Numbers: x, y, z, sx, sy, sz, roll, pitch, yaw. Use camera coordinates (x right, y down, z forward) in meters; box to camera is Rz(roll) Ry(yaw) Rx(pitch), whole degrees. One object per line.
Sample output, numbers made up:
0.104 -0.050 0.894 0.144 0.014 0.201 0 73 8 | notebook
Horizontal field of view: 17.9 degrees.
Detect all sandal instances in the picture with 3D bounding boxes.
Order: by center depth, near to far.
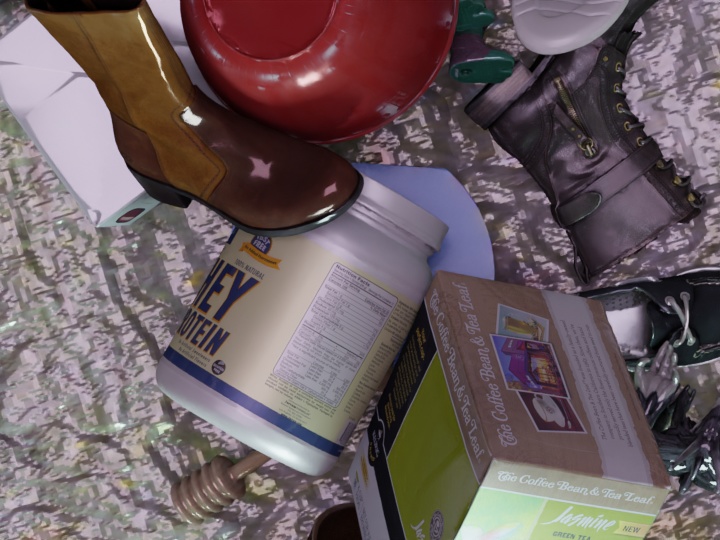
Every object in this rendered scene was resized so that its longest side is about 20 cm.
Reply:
0.159 -0.206 1.611 0.082 0.203 0.050 -2 131 18 | sandal

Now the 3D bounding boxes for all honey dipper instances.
-0.055 0.124 1.694 0.200 0.038 0.038 -35 89 20 | honey dipper

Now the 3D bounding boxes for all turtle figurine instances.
0.076 -0.241 1.652 0.101 0.150 0.200 -20 54 31 | turtle figurine

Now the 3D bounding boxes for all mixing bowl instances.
-0.044 -0.186 1.538 0.200 0.108 0.201 0 91 17 | mixing bowl

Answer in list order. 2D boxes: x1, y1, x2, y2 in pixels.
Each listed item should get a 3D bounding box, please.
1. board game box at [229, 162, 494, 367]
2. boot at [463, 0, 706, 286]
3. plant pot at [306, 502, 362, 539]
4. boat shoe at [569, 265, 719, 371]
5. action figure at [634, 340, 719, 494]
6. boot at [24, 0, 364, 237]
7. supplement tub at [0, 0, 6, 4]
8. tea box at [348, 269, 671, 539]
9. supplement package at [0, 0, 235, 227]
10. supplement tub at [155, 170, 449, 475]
0.000 0.000 1.707 0.200 0.039 0.158 3 87 3 | board game box
0.192 -0.108 1.675 0.200 0.069 0.174 -41 94 10 | boot
0.000 0.305 1.664 0.187 0.187 0.200 33 112 3 | plant pot
0.212 0.041 1.674 0.200 0.060 0.076 -12 92 6 | boat shoe
0.241 0.105 1.604 0.119 0.200 0.102 17 92 5 | action figure
-0.105 -0.116 1.503 0.188 0.200 0.069 19 62 34 | boot
-0.366 -0.212 1.690 0.200 0.123 0.123 -27 90 7 | supplement tub
0.094 0.142 1.561 0.133 0.200 0.197 10 125 -18 | tea box
-0.148 -0.150 1.676 0.200 0.111 0.156 -36 88 7 | supplement package
-0.039 0.027 1.614 0.145 0.145 0.200 29 88 4 | supplement tub
